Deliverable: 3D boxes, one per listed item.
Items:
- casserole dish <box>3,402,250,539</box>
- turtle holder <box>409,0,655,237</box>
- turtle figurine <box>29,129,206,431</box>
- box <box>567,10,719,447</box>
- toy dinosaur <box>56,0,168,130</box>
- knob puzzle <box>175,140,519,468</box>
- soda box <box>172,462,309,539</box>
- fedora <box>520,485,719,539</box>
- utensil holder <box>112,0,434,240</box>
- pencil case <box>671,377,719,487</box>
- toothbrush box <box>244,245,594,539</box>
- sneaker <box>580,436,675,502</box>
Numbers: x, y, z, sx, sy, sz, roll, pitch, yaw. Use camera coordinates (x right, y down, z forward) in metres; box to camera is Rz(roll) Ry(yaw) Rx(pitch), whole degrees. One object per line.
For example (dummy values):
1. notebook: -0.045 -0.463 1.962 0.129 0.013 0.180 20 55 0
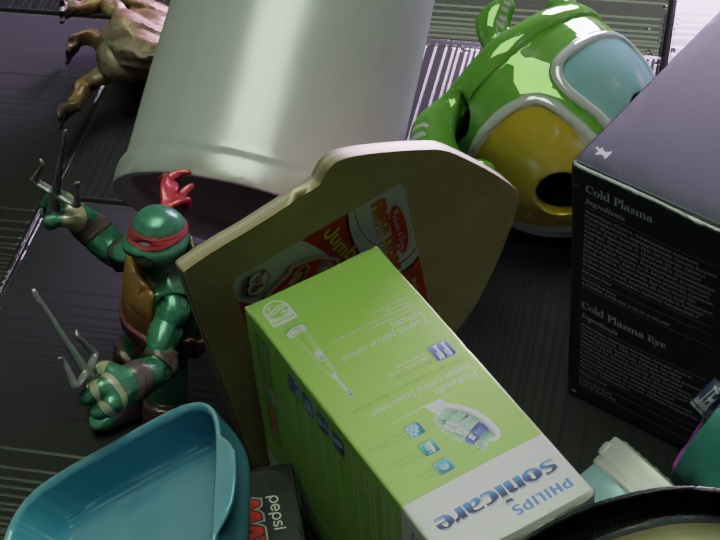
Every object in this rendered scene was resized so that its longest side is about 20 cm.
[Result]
1. casserole dish: -0.120 0.147 0.868 0.200 0.039 0.121 -30 44 32
2. turtle holder: 0.116 -0.090 1.054 0.132 0.185 0.141 46 107 20
3. turtle figurine: -0.124 0.027 0.933 0.100 0.200 0.150 -7 42 -8
4. box: 0.213 -0.031 0.967 0.104 0.182 0.200 26 54 29
5. toy dinosaur: -0.146 -0.160 1.213 0.135 0.086 0.200 1 28 -7
6. knob puzzle: 0.000 0.000 0.949 0.219 0.220 0.030 -26 48 -19
7. soda box: -0.050 0.196 0.856 0.071 0.063 0.200 -10 45 -4
8. fedora: 0.135 0.190 0.744 0.200 0.201 0.092 -3 32 3
9. utensil holder: -0.044 -0.123 1.042 0.170 0.170 0.201 11 77 16
10. pencil case: 0.251 0.128 0.847 0.200 0.093 0.085 41 17 20
11. toothbrush box: 0.028 0.110 0.875 0.086 0.146 0.200 -24 47 -18
12. sneaker: 0.174 0.178 0.859 0.082 0.074 0.200 -47 58 3
